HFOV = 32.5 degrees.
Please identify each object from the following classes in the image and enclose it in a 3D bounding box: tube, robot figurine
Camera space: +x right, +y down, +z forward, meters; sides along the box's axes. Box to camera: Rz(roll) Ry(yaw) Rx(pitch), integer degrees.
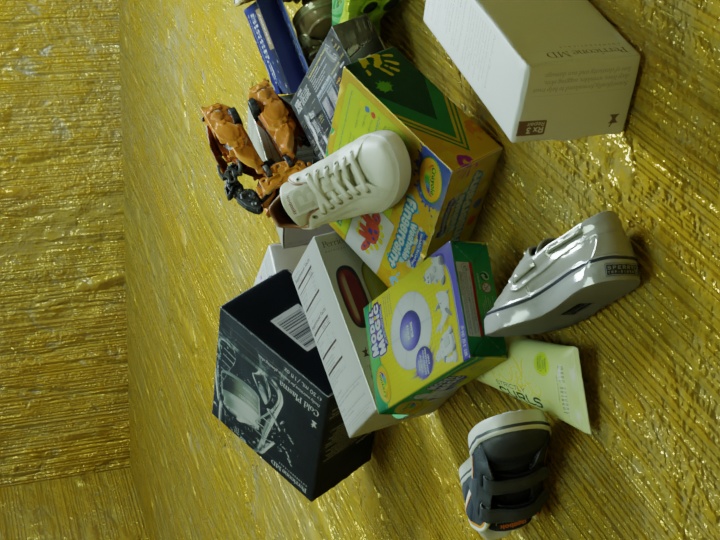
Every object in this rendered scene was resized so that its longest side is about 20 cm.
[{"bbox_3d":[0.146,0.088,1.120,0.052,0.058,0.200,-57,25,-7],"label":"tube"},{"bbox_3d":[-0.117,-0.148,1.541,0.201,0.144,0.058,59,169,33],"label":"robot figurine"}]

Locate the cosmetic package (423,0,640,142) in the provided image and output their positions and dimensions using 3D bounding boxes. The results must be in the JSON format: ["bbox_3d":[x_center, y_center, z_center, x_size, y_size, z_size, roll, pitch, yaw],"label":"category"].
[{"bbox_3d":[0.132,-0.188,0.992,0.201,0.100,0.075,-119,28,-47],"label":"cosmetic package"}]

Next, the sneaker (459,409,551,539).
[{"bbox_3d":[0.137,0.191,1.130,0.201,0.077,0.080,93,167,-64],"label":"sneaker"}]

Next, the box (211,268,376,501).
[{"bbox_3d":[-0.079,0.144,1.573,0.199,0.123,0.198,36,138,28],"label":"box"}]

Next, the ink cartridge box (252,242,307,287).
[{"bbox_3d":[-0.099,0.068,1.775,0.200,0.085,0.149,120,139,-57],"label":"ink cartridge box"}]

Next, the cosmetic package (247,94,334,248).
[{"bbox_3d":[-0.078,-0.135,1.615,0.073,0.102,0.202,98,158,-54],"label":"cosmetic package"}]

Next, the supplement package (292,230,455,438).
[{"bbox_3d":[0.016,0.061,1.353,0.202,0.113,0.110,68,156,17],"label":"supplement package"}]

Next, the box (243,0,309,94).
[{"bbox_3d":[-0.106,-0.285,1.568,0.200,0.032,0.122,-149,38,-76],"label":"box"}]

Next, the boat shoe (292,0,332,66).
[{"bbox_3d":[-0.046,-0.282,1.544,0.200,0.072,0.063,112,140,-75],"label":"boat shoe"}]

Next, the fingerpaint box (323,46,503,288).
[{"bbox_3d":[0.043,-0.092,1.249,0.167,0.073,0.201,46,145,26],"label":"fingerpaint box"}]

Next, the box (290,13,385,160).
[{"bbox_3d":[-0.005,-0.172,1.410,0.159,0.049,0.200,63,157,9],"label":"box"}]

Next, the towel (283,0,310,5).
[{"bbox_3d":[-0.070,-0.435,1.534,0.200,0.085,0.168,152,103,-75],"label":"towel"}]

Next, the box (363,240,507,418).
[{"bbox_3d":[0.061,0.063,1.191,0.200,0.048,0.119,-43,50,54],"label":"box"}]

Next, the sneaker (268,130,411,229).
[{"bbox_3d":[-0.025,-0.076,1.210,0.199,0.084,0.073,-27,88,57],"label":"sneaker"}]

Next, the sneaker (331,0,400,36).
[{"bbox_3d":[0.003,-0.316,1.371,0.200,0.073,0.085,132,127,-65],"label":"sneaker"}]

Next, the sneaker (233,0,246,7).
[{"bbox_3d":[-0.136,-0.381,1.520,0.200,0.074,0.091,-163,53,-72],"label":"sneaker"}]

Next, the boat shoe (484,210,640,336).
[{"bbox_3d":[0.159,0.006,1.022,0.200,0.071,0.067,135,131,-65],"label":"boat shoe"}]
